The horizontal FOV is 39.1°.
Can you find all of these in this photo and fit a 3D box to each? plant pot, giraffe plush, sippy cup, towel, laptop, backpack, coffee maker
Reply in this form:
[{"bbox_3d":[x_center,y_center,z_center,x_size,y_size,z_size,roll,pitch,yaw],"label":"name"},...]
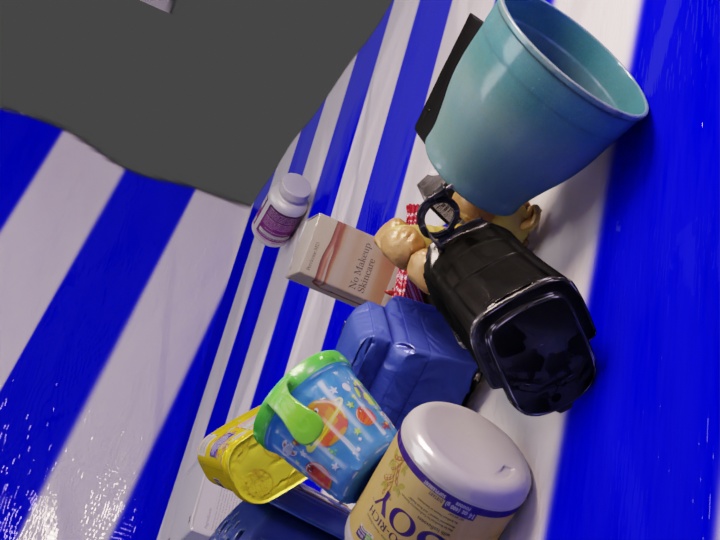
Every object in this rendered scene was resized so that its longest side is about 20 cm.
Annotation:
[{"bbox_3d":[-0.096,0.385,1.380,0.180,0.199,0.200,-63,13,-9],"label":"plant pot"},{"bbox_3d":[0.138,-0.036,1.225,0.162,0.200,0.173,-50,46,5],"label":"giraffe plush"},{"bbox_3d":[-0.027,0.180,1.115,0.177,0.130,0.140,-19,-37,-46],"label":"sippy cup"},{"bbox_3d":[0.174,-0.170,1.110,0.188,0.199,0.201,-49,23,31],"label":"plant pot"},{"bbox_3d":[0.077,0.022,1.431,0.145,0.022,0.201,65,-151,-48],"label":"towel"},{"bbox_3d":[0.177,-0.234,1.409,0.188,0.199,0.116,-64,-17,18],"label":"laptop"},{"bbox_3d":[0.039,0.149,1.277,0.163,0.167,0.201,-90,19,-66],"label":"backpack"},{"bbox_3d":[0.136,0.032,1.037,0.135,0.192,0.200,-50,19,6],"label":"coffee maker"}]

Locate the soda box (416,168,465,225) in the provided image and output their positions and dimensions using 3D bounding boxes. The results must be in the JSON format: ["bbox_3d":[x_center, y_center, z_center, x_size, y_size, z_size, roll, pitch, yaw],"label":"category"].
[{"bbox_3d":[0.167,-0.147,1.302,0.200,0.063,0.071,-43,22,13],"label":"soda box"}]

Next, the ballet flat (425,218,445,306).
[{"bbox_3d":[0.123,-0.029,1.408,0.068,0.068,0.201,-96,30,-65],"label":"ballet flat"}]

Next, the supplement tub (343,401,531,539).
[{"bbox_3d":[0.070,0.253,1.050,0.146,0.145,0.201,-99,33,-63],"label":"supplement tub"}]

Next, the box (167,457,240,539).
[{"bbox_3d":[-0.290,0.480,2.053,0.199,0.130,0.201,-49,24,51],"label":"box"}]

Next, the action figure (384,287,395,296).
[{"bbox_3d":[0.044,0.127,1.466,0.065,0.051,0.201,162,112,-69],"label":"action figure"}]

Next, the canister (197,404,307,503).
[{"bbox_3d":[-0.128,0.235,1.341,0.148,0.087,0.200,-29,5,-21],"label":"canister"}]

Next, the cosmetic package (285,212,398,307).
[{"bbox_3d":[0.000,0.000,1.545,0.087,0.199,0.104,161,129,-72],"label":"cosmetic package"}]

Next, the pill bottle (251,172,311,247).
[{"bbox_3d":[-0.204,-0.162,2.681,0.200,0.112,0.113,-54,20,44],"label":"pill bottle"}]
